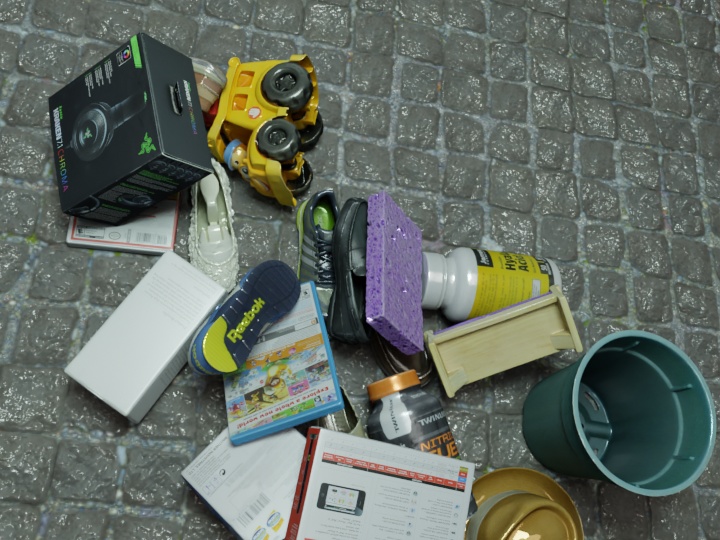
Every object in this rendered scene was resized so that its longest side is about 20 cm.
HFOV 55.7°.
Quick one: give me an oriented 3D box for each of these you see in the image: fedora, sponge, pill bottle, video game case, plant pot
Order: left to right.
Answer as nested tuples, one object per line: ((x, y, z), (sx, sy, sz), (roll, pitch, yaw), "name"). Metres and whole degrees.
((-0.329, -0.122, 0.974), (0.142, 0.017, 0.201), (6, 70, -12), "video game case")
((-0.109, 0.112, 0.877), (0.143, 0.018, 0.200), (-18, 48, 2), "video game case")
((0.047, 0.002, 0.911), (0.112, 0.030, 0.201), (43, 38, -44), "sponge")
((0.072, 0.235, 0.895), (0.106, 0.106, 0.201), (-16, 78, -19), "pill bottle")
((0.181, 0.025, 0.998), (0.199, 0.111, 0.112), (6, 70, -12), "pill bottle")
((0.221, 0.357, 0.905), (0.200, 0.082, 0.202), (4, 70, -12), "fedora")
((0.328, 0.201, 0.924), (0.199, 0.196, 0.201), (4, 71, -13), "plant pot")

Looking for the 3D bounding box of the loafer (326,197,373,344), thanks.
((0.000, 0.000, 0.925), (0.068, 0.070, 0.202), (11, 81, -51), "loafer")

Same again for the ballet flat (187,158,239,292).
((-0.211, -0.069, 0.959), (0.071, 0.072, 0.201), (-6, 73, -16), "ballet flat")

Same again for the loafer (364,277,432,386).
((0.043, 0.073, 0.968), (0.073, 0.071, 0.201), (-23, 78, -20), "loafer")

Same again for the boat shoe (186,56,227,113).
((-0.282, -0.266, 0.973), (0.199, 0.076, 0.072), (15, 84, 32), "boat shoe")

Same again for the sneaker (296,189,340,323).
((-0.055, -0.024, 0.973), (0.074, 0.081, 0.201), (-4, 73, -15), "sneaker")

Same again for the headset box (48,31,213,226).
((-0.296, -0.179, 0.883), (0.199, 0.093, 0.175), (-21, 73, 26), "headset box")

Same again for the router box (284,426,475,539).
((0.020, 0.287, 0.772), (0.199, 0.049, 0.180), (18, 74, -16), "router box")

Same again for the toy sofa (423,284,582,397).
((0.193, 0.092, 0.939), (0.199, 0.098, 0.083), (-21, 100, 8), "toy sofa")

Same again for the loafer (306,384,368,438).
((-0.026, 0.232, 0.896), (0.075, 0.068, 0.201), (-22, 77, -20), "loafer")

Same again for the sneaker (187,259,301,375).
((-0.151, 0.058, 0.869), (0.074, 0.082, 0.200), (50, 45, -8), "sneaker")

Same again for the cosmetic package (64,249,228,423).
((-0.267, 0.084, 0.878), (0.101, 0.074, 0.200), (34, 71, 8), "cosmetic package")

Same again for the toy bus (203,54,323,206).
((-0.161, -0.208, 0.993), (0.191, 0.136, 0.201), (6, 71, 6), "toy bus")

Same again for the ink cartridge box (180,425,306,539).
((-0.099, 0.273, 0.827), (0.200, 0.076, 0.136), (36, 66, 24), "ink cartridge box")
